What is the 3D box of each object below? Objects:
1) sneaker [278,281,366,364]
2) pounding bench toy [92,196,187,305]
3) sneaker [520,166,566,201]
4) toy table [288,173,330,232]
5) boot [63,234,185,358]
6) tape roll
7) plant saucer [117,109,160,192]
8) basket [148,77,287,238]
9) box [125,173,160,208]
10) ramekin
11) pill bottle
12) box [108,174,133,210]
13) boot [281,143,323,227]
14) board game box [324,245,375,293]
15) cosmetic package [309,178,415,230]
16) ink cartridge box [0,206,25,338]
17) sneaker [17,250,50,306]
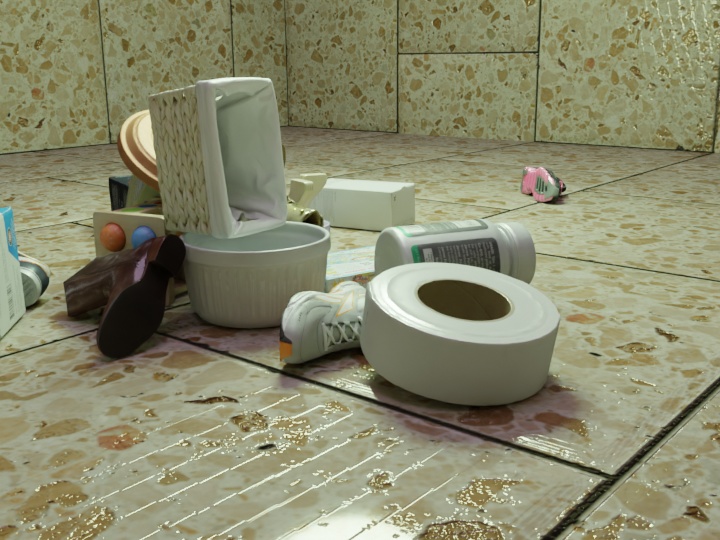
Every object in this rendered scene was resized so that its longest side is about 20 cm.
[{"bbox_3d":[-0.016,0.060,0.958,0.092,0.076,0.200,12,20,26],"label":"sneaker"},{"bbox_3d":[-0.326,-0.034,1.225,0.200,0.124,0.156,6,16,25],"label":"pounding bench toy"},{"bbox_3d":[0.445,-0.202,1.971,0.095,0.079,0.200,9,14,-8],"label":"sneaker"},{"bbox_3d":[-0.146,-0.118,1.564,0.184,0.117,0.200,13,19,41],"label":"toy table"},{"bbox_3d":[-0.323,0.042,1.048,0.200,0.064,0.186,-11,39,37],"label":"boot"},{"bbox_3d":[0.102,0.060,0.881,0.202,0.071,0.202,6,23,-3],"label":"tape roll"},{"bbox_3d":[-0.259,-0.178,1.251,0.200,0.032,0.200,18,39,-15],"label":"plant saucer"},{"bbox_3d":[-0.190,-0.148,1.114,0.123,0.200,0.136,1,12,32],"label":"basket"},{"bbox_3d":[-0.281,-0.127,1.383,0.176,0.097,0.200,12,-22,-22],"label":"box"},{"bbox_3d":[-0.138,0.003,1.113,0.200,0.105,0.200,0,15,0],"label":"ramekin"},{"bbox_3d":[0.129,-0.011,1.137,0.200,0.113,0.113,-6,15,-21],"label":"pill bottle"},{"bbox_3d":[-0.374,-0.133,1.654,0.200,0.104,0.182,-8,15,-29],"label":"box"},{"bbox_3d":[-0.126,-0.118,1.410,0.155,0.200,0.073,13,0,39],"label":"boot"},{"bbox_3d":[0.000,0.000,1.259,0.200,0.034,0.134,-10,17,-33],"label":"board game box"},{"bbox_3d":[0.000,-0.134,1.680,0.200,0.085,0.108,9,18,30],"label":"cosmetic package"},{"bbox_3d":[-0.505,0.015,0.994,0.144,0.147,0.200,-2,14,-6],"label":"ink cartridge box"},{"bbox_3d":[-0.535,0.007,1.173,0.200,0.079,0.079,11,19,-1],"label":"sneaker"}]
